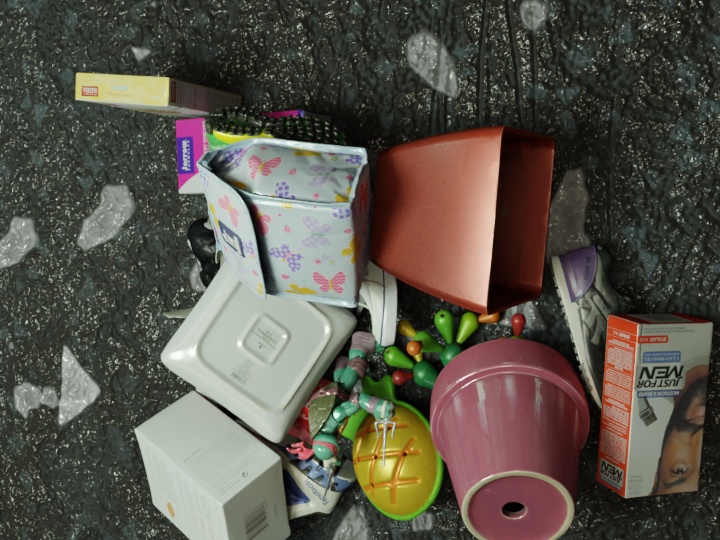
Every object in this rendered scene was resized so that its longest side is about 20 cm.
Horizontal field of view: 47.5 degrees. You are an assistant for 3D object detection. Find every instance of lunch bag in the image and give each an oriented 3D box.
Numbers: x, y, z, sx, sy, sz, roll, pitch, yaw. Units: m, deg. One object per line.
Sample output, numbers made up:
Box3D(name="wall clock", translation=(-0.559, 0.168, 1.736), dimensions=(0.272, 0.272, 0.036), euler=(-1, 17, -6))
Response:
Box3D(name="lunch bag", translation=(-0.090, -0.055, 0.975), dimensions=(0.195, 0.129, 0.172), euler=(10, 137, 11))

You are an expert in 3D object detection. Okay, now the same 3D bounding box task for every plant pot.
Box3D(name="plant pot", translation=(0.118, -0.069, 1.000), dimensions=(0.173, 0.199, 0.206), euler=(8, 98, 29))
Box3D(name="plant pot", translation=(0.179, 0.215, 0.968), dimensions=(0.194, 0.181, 0.204), euler=(2, 123, 3))

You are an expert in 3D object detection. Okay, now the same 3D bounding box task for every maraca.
Box3D(name="maraca", translation=(0.039, 0.236, 1.102), dimensions=(0.137, 0.106, 0.201), euler=(-46, 54, 16))

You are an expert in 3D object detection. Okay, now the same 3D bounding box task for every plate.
Box3D(name="plate", translation=(-0.127, 0.091, 1.072), dimensions=(0.198, 0.032, 0.202), euler=(37, 80, -12))

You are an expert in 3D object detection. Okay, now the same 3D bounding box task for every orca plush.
Box3D(name="orca plush", translation=(-0.195, 0.013, 1.177), dimensions=(0.104, 0.071, 0.204), euler=(-26, 87, 20))

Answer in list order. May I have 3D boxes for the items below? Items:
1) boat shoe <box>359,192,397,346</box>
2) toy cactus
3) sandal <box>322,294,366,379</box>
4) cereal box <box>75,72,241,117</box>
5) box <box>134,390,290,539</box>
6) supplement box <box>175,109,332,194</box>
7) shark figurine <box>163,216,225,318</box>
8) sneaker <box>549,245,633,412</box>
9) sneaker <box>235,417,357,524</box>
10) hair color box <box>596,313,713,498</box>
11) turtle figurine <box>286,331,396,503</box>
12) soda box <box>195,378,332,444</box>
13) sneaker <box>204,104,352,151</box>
Box3D(name="boat shoe", translation=(0.000, -0.002, 1.075), dimensions=(0.084, 0.075, 0.208), euler=(-4, 80, -6))
Box3D(name="toy cactus", translation=(0.128, 0.135, 1.071), dimensions=(0.195, 0.102, 0.169), euler=(-11, 102, 12))
Box3D(name="sandal", translation=(-0.033, 0.058, 1.138), dimensions=(0.074, 0.043, 0.205), euler=(18, 101, 17))
Box3D(name="cereal box", translation=(-0.267, -0.234, 1.110), dimensions=(0.140, 0.199, 0.041), euler=(7, 98, 19))
Box3D(name="box", translation=(-0.203, 0.292, 1.131), dimensions=(0.198, 0.105, 0.155), euler=(28, 134, 36))
Box3D(name="supplement box", translation=(-0.144, -0.159, 1.126), dimensions=(0.195, 0.103, 0.104), euler=(-1, 95, 21))
Box3D(name="shark figurine", translation=(-0.193, -0.033, 1.118), dimensions=(0.089, 0.127, 0.219), euler=(30, 112, 32))
Box3D(name="sneaker", translation=(0.299, 0.070, 1.006), dimensions=(0.086, 0.076, 0.205), euler=(-16, 90, 14))
Box3D(name="sneaker", translation=(-0.110, 0.294, 1.170), dimensions=(0.196, 0.080, 0.117), euler=(26, 101, 14))
Box3D(name="hair color box", translation=(0.349, 0.157, 0.973), dimensions=(0.108, 0.064, 0.206), euler=(-1, 98, -19))
Box3D(name="turtle figurine", translation=(-0.020, 0.183, 1.052), dimensions=(0.100, 0.203, 0.149), euler=(36, 134, -22))
Box3D(name="soda box", translation=(-0.137, 0.169, 1.164), dimensions=(0.196, 0.070, 0.065), euler=(18, 125, 17))
Box3D(name="sneaker", translation=(-0.097, -0.147, 1.029), dimensions=(0.195, 0.079, 0.087), euler=(13, 134, 11))
